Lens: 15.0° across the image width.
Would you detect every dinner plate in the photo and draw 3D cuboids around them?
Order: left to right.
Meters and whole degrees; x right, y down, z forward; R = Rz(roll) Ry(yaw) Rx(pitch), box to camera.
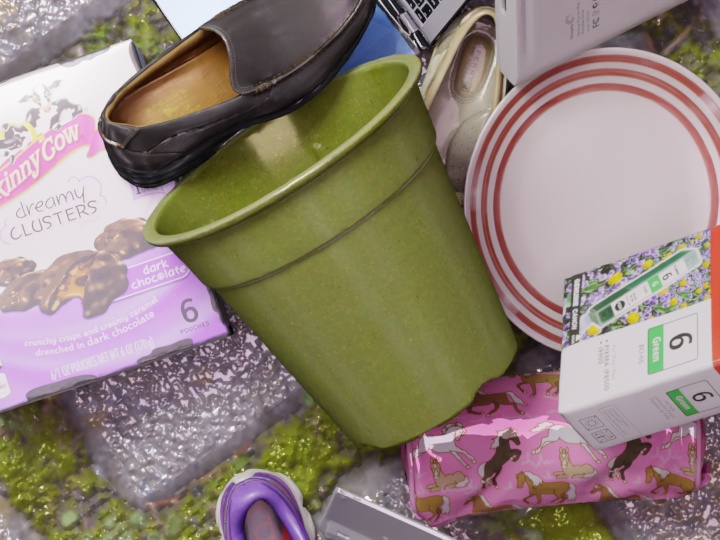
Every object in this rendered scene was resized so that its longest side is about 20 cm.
[{"bbox_3d":[0.160,-0.043,1.765,0.199,0.024,0.202,-1,94,-15],"label":"dinner plate"}]

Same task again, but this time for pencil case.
[{"bbox_3d":[0.125,0.111,1.749,0.198,0.087,0.083,-7,52,0],"label":"pencil case"}]

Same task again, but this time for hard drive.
[{"bbox_3d":[0.173,-0.208,1.711,0.199,0.132,0.026,-28,52,-19],"label":"hard drive"}]

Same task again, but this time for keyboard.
[{"bbox_3d":[0.069,0.194,1.763,0.199,0.056,0.011,24,49,1],"label":"keyboard"}]

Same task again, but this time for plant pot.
[{"bbox_3d":[0.000,0.000,1.680,0.199,0.200,0.191,-33,106,0],"label":"plant pot"}]

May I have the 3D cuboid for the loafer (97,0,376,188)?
[{"bbox_3d":[-0.075,-0.128,1.687,0.200,0.072,0.073,-39,72,-4],"label":"loafer"}]

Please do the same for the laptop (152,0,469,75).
[{"bbox_3d":[-0.034,-0.210,1.735,0.116,0.200,0.188,-31,81,-34],"label":"laptop"}]

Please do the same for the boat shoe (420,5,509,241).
[{"bbox_3d":[0.057,-0.071,1.762,0.073,0.063,0.202,18,89,1],"label":"boat shoe"}]

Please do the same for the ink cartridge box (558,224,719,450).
[{"bbox_3d":[0.218,0.029,1.664,0.199,0.050,0.110,-20,44,29],"label":"ink cartridge box"}]

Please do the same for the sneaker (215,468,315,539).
[{"bbox_3d":[-0.046,0.226,1.746,0.080,0.083,0.201,-23,89,0],"label":"sneaker"}]

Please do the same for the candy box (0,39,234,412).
[{"bbox_3d":[-0.192,-0.027,1.759,0.167,0.072,0.201,-19,89,0],"label":"candy box"}]
